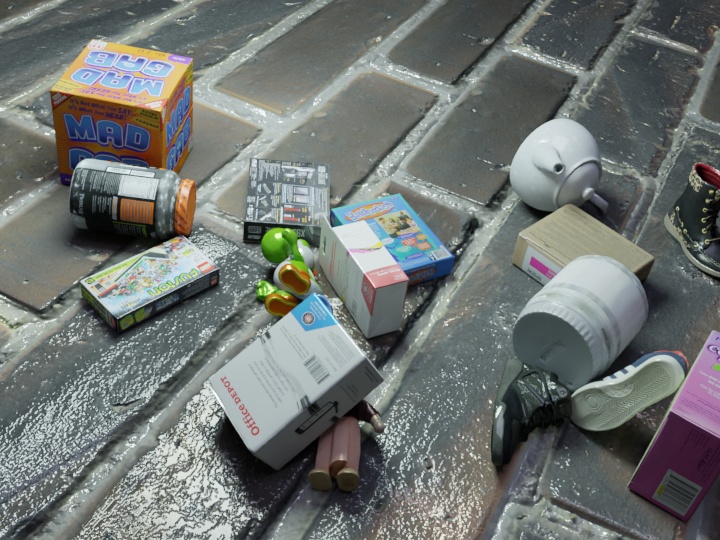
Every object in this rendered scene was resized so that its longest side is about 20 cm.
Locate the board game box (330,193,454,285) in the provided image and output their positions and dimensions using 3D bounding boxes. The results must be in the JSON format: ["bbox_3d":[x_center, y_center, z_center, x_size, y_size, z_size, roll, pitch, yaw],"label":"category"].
[{"bbox_3d":[0.054,-0.053,1.580,0.151,0.045,0.200,-15,47,-25],"label":"board game box"}]

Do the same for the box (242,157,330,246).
[{"bbox_3d":[-0.136,-0.131,1.628,0.156,0.050,0.201,4,41,-7],"label":"box"}]

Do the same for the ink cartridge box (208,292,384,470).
[{"bbox_3d":[-0.091,0.155,1.221,0.200,0.084,0.146,-39,53,-2],"label":"ink cartridge box"}]

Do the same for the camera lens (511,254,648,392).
[{"bbox_3d":[0.354,0.080,1.397,0.159,0.161,0.200,33,46,25],"label":"camera lens"}]

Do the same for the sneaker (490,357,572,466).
[{"bbox_3d":[0.253,0.213,1.288,0.113,0.077,0.200,11,35,16],"label":"sneaker"}]

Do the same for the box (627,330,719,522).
[{"bbox_3d":[0.488,0.222,1.249,0.096,0.177,0.200,28,44,20],"label":"box"}]

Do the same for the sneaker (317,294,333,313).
[{"bbox_3d":[-0.083,0.120,1.328,0.073,0.083,0.201,11,44,0],"label":"sneaker"}]

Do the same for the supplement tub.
[{"bbox_3d":[-0.393,-0.122,1.514,0.198,0.123,0.123,8,41,-2],"label":"supplement tub"}]

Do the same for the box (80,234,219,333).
[{"bbox_3d":[-0.343,0.019,1.430,0.110,0.035,0.199,37,48,28],"label":"box"}]

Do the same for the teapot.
[{"bbox_3d":[0.400,-0.185,1.694,0.199,0.198,0.146,-24,52,-24],"label":"teapot"}]

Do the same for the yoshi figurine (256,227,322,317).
[{"bbox_3d":[-0.130,-0.009,1.445,0.111,0.113,0.200,-15,23,6],"label":"yoshi figurine"}]

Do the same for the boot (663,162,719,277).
[{"bbox_3d":[0.671,-0.096,1.664,0.073,0.151,0.201,-6,43,-17],"label":"boot"}]

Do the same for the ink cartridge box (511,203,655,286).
[{"bbox_3d":[0.403,-0.019,1.585,0.164,0.075,0.200,-28,54,-34],"label":"ink cartridge box"}]

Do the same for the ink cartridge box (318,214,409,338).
[{"bbox_3d":[0.000,0.000,1.454,0.067,0.117,0.200,-14,47,-24],"label":"ink cartridge box"}]

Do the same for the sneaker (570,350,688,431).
[{"bbox_3d":[0.402,0.177,1.296,0.084,0.200,0.075,-21,81,-50],"label":"sneaker"}]

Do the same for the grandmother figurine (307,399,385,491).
[{"bbox_3d":[-0.025,0.217,1.247,0.120,0.061,0.201,6,42,-4],"label":"grandmother figurine"}]

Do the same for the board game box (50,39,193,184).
[{"bbox_3d":[-0.436,-0.280,1.627,0.198,0.201,0.201,11,41,1],"label":"board game box"}]
